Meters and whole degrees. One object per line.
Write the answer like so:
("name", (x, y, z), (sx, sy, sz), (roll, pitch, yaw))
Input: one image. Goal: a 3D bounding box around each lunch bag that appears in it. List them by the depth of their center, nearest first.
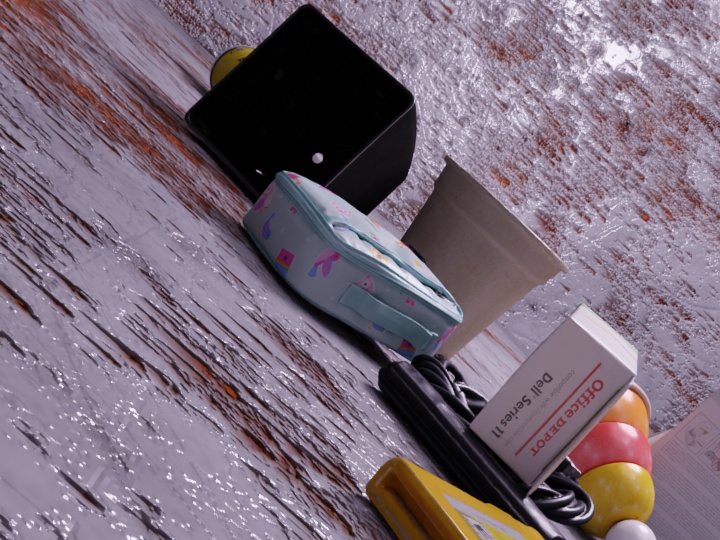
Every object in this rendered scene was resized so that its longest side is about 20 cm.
("lunch bag", (0.000, 0.000, 0.968), (0.199, 0.077, 0.160), (30, 11, -39))

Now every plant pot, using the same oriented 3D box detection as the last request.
("plant pot", (-0.051, -0.147, 1.258), (0.200, 0.199, 0.178), (45, -5, 25))
("plant pot", (0.115, -0.002, 1.283), (0.200, 0.184, 0.201), (42, 6, -6))

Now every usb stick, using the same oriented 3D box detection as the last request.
("usb stick", (0.081, 0.141, 0.793), (0.200, 0.033, 0.055), (47, 1, 35))

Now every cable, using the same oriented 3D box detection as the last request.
("cable", (0.113, 0.149, 0.920), (0.200, 0.051, 0.163), (42, 13, 11))

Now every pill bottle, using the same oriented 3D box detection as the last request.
("pill bottle", (-0.170, -0.285, 1.731), (0.111, 0.111, 0.200), (38, 8, -34))

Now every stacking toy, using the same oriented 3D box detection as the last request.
("stacking toy", (0.239, 0.214, 1.055), (0.146, 0.146, 0.201), (39, 26, -33))

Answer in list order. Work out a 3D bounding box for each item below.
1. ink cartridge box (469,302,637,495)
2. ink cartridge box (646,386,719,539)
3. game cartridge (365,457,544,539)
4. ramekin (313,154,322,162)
("ink cartridge box", (0.153, 0.093, 0.831), (0.067, 0.117, 0.200), (43, 11, 9))
("ink cartridge box", (0.362, 0.235, 1.166), (0.162, 0.200, 0.057), (41, 8, -13))
("game cartridge", (0.105, 0.193, 0.591), (0.200, 0.032, 0.176), (34, 11, -50))
("ramekin", (-0.017, -0.232, 2.399), (0.200, 0.105, 0.200), (43, 6, -5))
